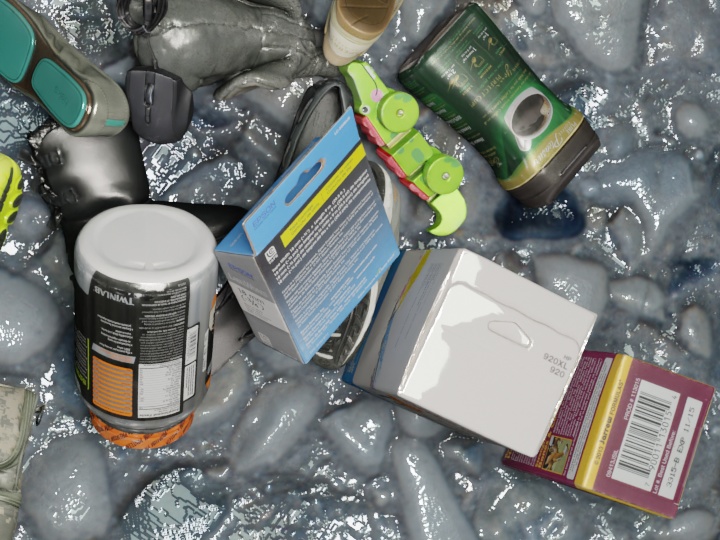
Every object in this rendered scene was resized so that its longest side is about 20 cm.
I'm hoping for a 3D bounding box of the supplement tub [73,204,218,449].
[{"bbox_3d":[-0.189,0.052,1.263,0.122,0.123,0.200,-3,129,-15],"label":"supplement tub"}]

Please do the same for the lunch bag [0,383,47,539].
[{"bbox_3d":[-0.388,0.163,1.253,0.199,0.139,0.168,15,70,-15],"label":"lunch bag"}]

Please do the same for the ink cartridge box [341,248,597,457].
[{"bbox_3d":[0.095,0.072,1.346,0.147,0.200,0.145,25,83,-13],"label":"ink cartridge box"}]

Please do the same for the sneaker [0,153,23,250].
[{"bbox_3d":[-0.373,-0.018,1.295,0.083,0.074,0.200,25,88,14],"label":"sneaker"}]

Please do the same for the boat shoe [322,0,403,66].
[{"bbox_3d":[0.011,-0.271,1.373,0.072,0.065,0.200,29,49,-9],"label":"boat shoe"}]

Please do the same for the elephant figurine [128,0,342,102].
[{"bbox_3d":[-0.102,-0.212,1.315,0.199,0.155,0.142,-2,124,-3],"label":"elephant figurine"}]

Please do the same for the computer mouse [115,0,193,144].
[{"bbox_3d":[-0.179,-0.173,1.229,0.058,0.200,0.034,14,55,11],"label":"computer mouse"}]

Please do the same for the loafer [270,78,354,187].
[{"bbox_3d":[-0.049,-0.079,1.331,0.068,0.070,0.201,13,89,-5],"label":"loafer"}]

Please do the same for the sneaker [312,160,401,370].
[{"bbox_3d":[0.000,0.000,1.382,0.074,0.079,0.201,11,81,29],"label":"sneaker"}]

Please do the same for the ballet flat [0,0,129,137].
[{"bbox_3d":[-0.277,-0.182,1.293,0.064,0.200,0.067,0,128,-52],"label":"ballet flat"}]

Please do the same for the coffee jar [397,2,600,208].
[{"bbox_3d":[0.139,-0.159,1.417,0.200,0.085,0.104,45,76,-10],"label":"coffee jar"}]

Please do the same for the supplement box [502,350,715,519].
[{"bbox_3d":[0.233,0.151,1.383,0.103,0.200,0.131,20,85,-15],"label":"supplement box"}]

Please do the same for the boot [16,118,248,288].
[{"bbox_3d":[-0.204,-0.077,1.333,0.198,0.073,0.163,-17,93,-12],"label":"boot"}]

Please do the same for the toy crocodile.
[{"bbox_3d":[0.040,-0.120,1.388,0.062,0.068,0.200,-40,114,-5],"label":"toy crocodile"}]

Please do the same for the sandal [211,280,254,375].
[{"bbox_3d":[-0.104,0.029,1.373,0.076,0.043,0.200,42,80,-12],"label":"sandal"}]

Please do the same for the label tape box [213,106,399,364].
[{"bbox_3d":[-0.050,-0.036,1.234,0.144,0.063,0.200,-49,146,-23],"label":"label tape box"}]
